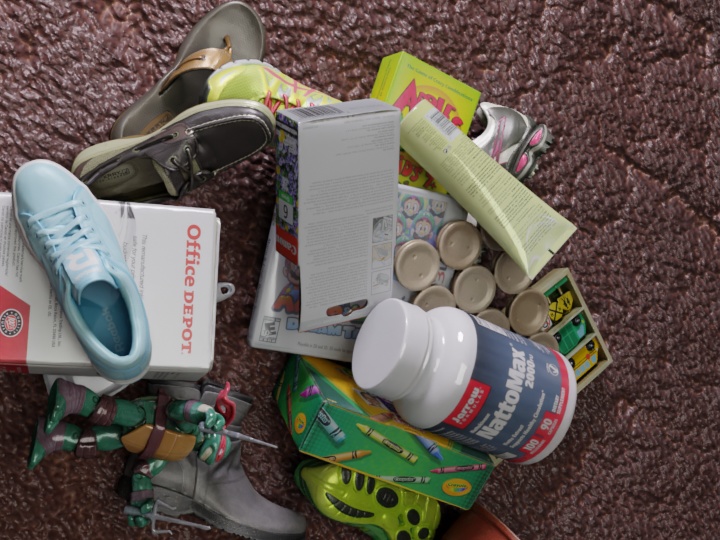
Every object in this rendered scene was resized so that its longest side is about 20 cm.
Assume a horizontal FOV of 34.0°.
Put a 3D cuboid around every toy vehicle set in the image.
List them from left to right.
[{"bbox_3d":[0.180,0.102,1.287,0.200,0.026,0.125,-36,105,-26],"label":"toy vehicle set"}]

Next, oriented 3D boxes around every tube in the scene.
[{"bbox_3d":[0.118,-0.083,1.161,0.200,0.052,0.058,42,109,3],"label":"tube"}]

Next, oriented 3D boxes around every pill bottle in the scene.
[{"bbox_3d":[0.097,0.103,1.129,0.199,0.119,0.120,23,81,-27],"label":"pill bottle"}]

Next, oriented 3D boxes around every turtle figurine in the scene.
[{"bbox_3d":[-0.184,0.155,1.043,0.199,0.101,0.150,15,117,-19],"label":"turtle figurine"}]

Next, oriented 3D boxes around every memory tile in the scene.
[{"bbox_3d":[0.121,0.040,1.203,0.153,0.017,0.201,-26,110,-18],"label":"memory tile"}]

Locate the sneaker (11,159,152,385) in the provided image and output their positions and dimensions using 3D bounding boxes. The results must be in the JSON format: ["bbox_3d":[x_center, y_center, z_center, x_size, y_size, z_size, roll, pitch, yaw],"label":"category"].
[{"bbox_3d":[-0.218,-0.006,0.945,0.074,0.082,0.201,-29,88,-18],"label":"sneaker"}]

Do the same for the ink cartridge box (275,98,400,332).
[{"bbox_3d":[-0.022,-0.052,1.092,0.108,0.050,0.201,-12,116,-30],"label":"ink cartridge box"}]

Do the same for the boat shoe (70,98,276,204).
[{"bbox_3d":[-0.168,-0.094,1.059,0.199,0.065,0.073,-19,130,12],"label":"boat shoe"}]

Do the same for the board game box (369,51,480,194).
[{"bbox_3d":[0.043,-0.111,1.216,0.101,0.048,0.201,23,81,-23],"label":"board game box"}]

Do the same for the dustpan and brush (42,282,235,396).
[{"bbox_3d":[-0.208,0.040,1.104,0.199,0.057,0.141,-16,86,-18],"label":"dustpan and brush"}]

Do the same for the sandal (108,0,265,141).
[{"bbox_3d":[-0.158,-0.174,1.117,0.200,0.055,0.082,-47,109,-17],"label":"sandal"}]

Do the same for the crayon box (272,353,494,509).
[{"bbox_3d":[0.021,0.157,1.166,0.199,0.119,0.059,23,102,-24],"label":"crayon box"}]

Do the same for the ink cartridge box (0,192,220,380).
[{"bbox_3d":[-0.228,0.018,1.026,0.198,0.084,0.145,4,79,-13],"label":"ink cartridge box"}]

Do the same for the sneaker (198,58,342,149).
[{"bbox_3d":[-0.060,-0.144,1.115,0.199,0.090,0.079,8,106,-41],"label":"sneaker"}]

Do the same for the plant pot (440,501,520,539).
[{"bbox_3d":[0.104,0.372,1.184,0.195,0.201,0.201,-40,106,-11],"label":"plant pot"}]

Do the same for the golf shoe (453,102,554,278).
[{"bbox_3d":[0.125,-0.083,1.253,0.088,0.077,0.201,30,75,-3],"label":"golf shoe"}]

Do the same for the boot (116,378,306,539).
[{"bbox_3d":[-0.124,0.180,1.131,0.199,0.070,0.133,22,79,-24],"label":"boot"}]

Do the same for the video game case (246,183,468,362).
[{"bbox_3d":[0.000,0.000,1.164,0.199,0.024,0.183,10,97,-23],"label":"video game case"}]

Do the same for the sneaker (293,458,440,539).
[{"bbox_3d":[0.011,0.233,1.194,0.200,0.083,0.074,39,78,-40],"label":"sneaker"}]
